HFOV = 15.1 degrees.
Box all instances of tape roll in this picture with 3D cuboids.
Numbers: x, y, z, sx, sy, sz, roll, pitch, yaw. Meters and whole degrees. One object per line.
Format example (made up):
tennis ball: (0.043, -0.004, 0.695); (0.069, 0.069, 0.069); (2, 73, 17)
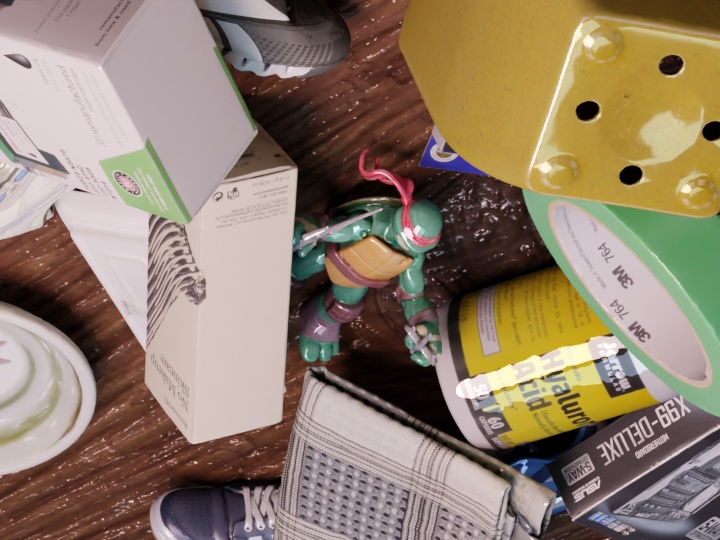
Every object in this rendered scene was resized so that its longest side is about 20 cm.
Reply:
tape roll: (0.182, 0.001, 1.669); (0.048, 0.200, 0.200); (-39, 139, -11)

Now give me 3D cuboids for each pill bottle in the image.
pill bottle: (0.158, 0.045, 1.833); (0.200, 0.111, 0.111); (-19, 137, 18)

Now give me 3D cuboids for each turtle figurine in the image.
turtle figurine: (0.000, 0.000, 1.780); (0.150, 0.101, 0.200); (40, 144, -17)

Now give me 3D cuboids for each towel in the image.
towel: (0.031, 0.179, 1.889); (0.200, 0.035, 0.193); (27, 133, 15)

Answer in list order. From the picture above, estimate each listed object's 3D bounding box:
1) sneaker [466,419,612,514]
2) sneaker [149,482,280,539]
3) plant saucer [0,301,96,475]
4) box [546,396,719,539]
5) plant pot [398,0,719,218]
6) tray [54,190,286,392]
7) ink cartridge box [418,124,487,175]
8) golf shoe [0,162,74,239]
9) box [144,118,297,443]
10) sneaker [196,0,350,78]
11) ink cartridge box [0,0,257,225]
sneaker: (0.097, 0.152, 1.963); (0.200, 0.074, 0.082); (-30, 137, -7)
sneaker: (-0.050, 0.180, 2.014); (0.200, 0.070, 0.108); (14, 142, -29)
plant saucer: (-0.283, 0.069, 1.885); (0.200, 0.050, 0.200); (-1, 140, -1)
box: (0.245, 0.138, 1.931); (0.158, 0.050, 0.200); (-34, 150, 16)
plant pot: (0.147, -0.137, 1.514); (0.194, 0.200, 0.196); (8, 124, -13)
tray: (-0.131, 0.021, 1.816); (0.107, 0.022, 0.200); (9, 145, 32)
ink cartridge box: (0.109, -0.115, 1.700); (0.095, 0.037, 0.200); (8, 141, -13)
golf shoe: (-0.246, -0.035, 1.749); (0.097, 0.078, 0.200); (17, 144, -42)
box: (-0.090, 0.005, 1.718); (0.068, 0.082, 0.200); (-13, 127, -25)
sneaker: (-0.080, -0.177, 1.588); (0.200, 0.067, 0.090); (24, 136, -25)
ink cartridge box: (-0.178, -0.122, 1.560); (0.200, 0.084, 0.146); (17, 151, 32)
